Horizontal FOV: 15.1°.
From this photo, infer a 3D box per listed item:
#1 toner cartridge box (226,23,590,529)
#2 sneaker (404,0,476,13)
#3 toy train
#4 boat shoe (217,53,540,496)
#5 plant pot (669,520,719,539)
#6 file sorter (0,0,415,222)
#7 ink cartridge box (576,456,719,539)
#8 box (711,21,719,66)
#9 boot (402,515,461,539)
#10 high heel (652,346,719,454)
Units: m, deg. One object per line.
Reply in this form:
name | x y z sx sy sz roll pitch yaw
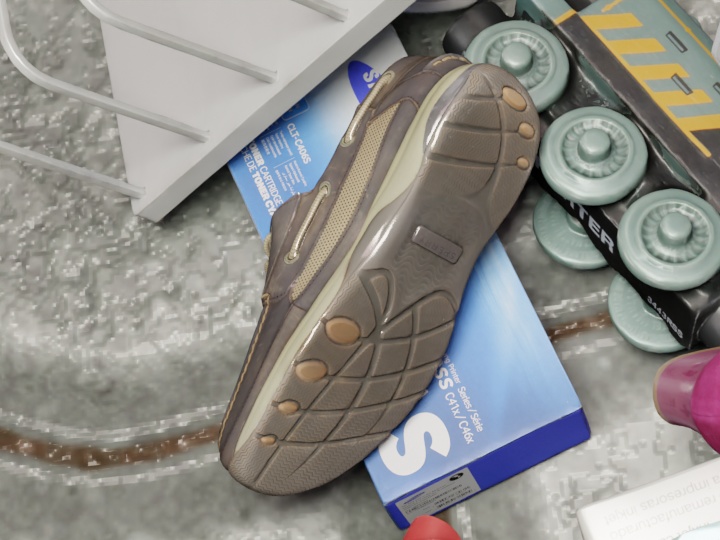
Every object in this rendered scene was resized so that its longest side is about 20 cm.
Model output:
toner cartridge box | 0.015 0.001 1.181 0.095 0.043 0.201 -26 68 0
sneaker | 0.041 -0.211 1.221 0.074 0.082 0.201 -4 51 9
toy train | 0.124 -0.052 1.165 0.114 0.085 0.200 -33 65 -16
boat shoe | 0.000 0.000 1.130 0.073 0.074 0.200 31 87 49
plant pot | 0.145 0.195 0.846 0.199 0.196 0.201 -3 71 10
file sorter | -0.081 -0.143 1.148 0.200 0.124 0.139 -38 50 33
ink cartridge box | 0.186 0.174 1.029 0.147 0.145 0.201 -20 69 3
box | 0.267 -0.072 1.052 0.199 0.097 0.177 -22 66 -11
boot | -0.009 0.160 1.062 0.072 0.199 0.145 -24 59 44
high heel | 0.221 0.036 1.080 0.199 0.096 0.068 -19 101 -17
